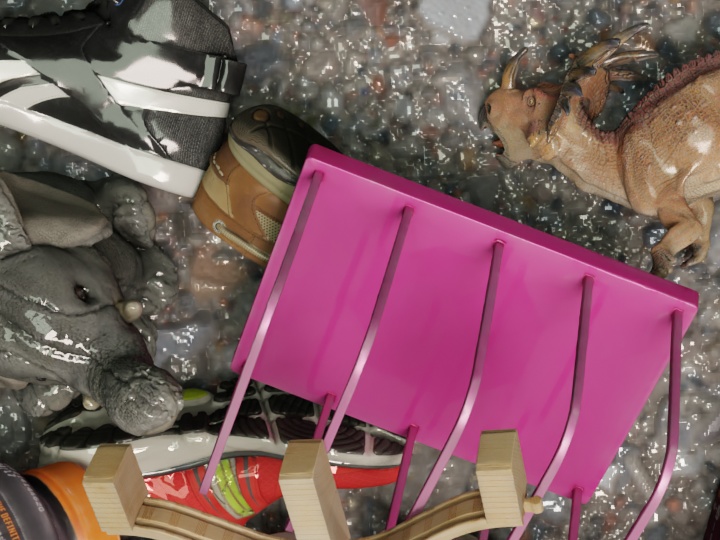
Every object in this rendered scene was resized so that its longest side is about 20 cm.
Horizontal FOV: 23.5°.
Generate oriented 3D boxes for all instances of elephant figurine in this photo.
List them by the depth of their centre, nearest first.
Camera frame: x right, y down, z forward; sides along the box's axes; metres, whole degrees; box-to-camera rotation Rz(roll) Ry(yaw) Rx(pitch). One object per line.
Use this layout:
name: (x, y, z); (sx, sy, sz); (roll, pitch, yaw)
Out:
elephant figurine: (-0.160, 0.009, 0.836); (0.154, 0.200, 0.143); (-13, 95, 4)

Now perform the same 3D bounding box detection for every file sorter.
file sorter: (0.038, 0.063, 0.808); (0.198, 0.126, 0.140); (21, 127, -3)

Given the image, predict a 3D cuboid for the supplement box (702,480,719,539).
supplement box: (0.235, 0.154, 0.889); (0.109, 0.086, 0.202); (15, 95, 1)

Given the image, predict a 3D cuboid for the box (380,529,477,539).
box: (0.093, 0.200, 0.863); (0.199, 0.068, 0.083); (19, 97, 33)

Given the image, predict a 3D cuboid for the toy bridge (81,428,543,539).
toy bridge: (-0.018, 0.105, 0.755); (0.198, 0.027, 0.068); (-3, 126, 15)

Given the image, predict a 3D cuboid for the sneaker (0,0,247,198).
sneaker: (-0.155, -0.124, 0.894); (0.198, 0.073, 0.113); (21, 92, -8)

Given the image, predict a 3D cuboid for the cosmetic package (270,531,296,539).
cosmetic package: (-0.109, 0.214, 0.897); (0.198, 0.090, 0.108); (-8, 119, 5)

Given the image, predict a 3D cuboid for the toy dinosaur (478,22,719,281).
toy dinosaur: (0.170, -0.075, 0.877); (0.198, 0.086, 0.137); (-20, 87, -2)

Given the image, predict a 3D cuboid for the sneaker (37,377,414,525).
sneaker: (-0.069, 0.107, 0.917); (0.198, 0.077, 0.086); (-3, 115, 3)

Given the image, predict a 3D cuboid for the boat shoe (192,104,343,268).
boat shoe: (0.000, 0.000, 0.896); (0.200, 0.076, 0.074); (39, 112, -8)

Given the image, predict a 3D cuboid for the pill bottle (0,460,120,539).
pill bottle: (-0.211, 0.151, 0.810); (0.199, 0.106, 0.107); (-16, 96, -41)
